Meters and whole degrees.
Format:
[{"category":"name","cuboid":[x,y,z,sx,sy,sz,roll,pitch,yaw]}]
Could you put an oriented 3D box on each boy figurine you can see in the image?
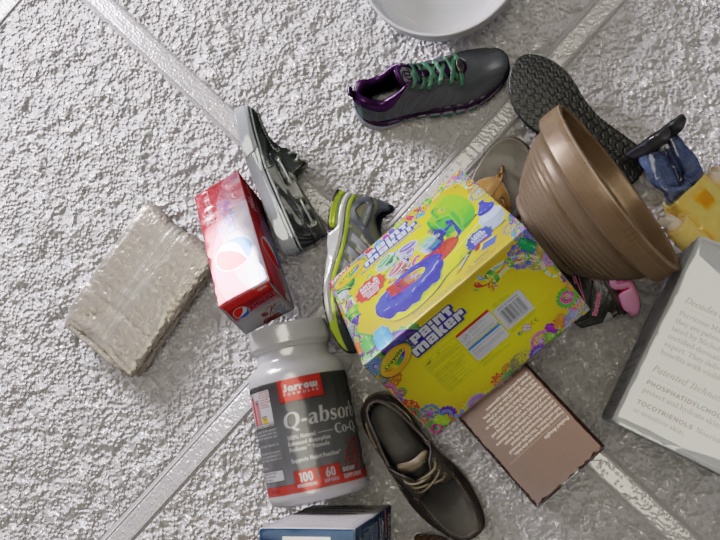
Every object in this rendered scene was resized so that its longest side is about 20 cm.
[{"category":"boy figurine","cuboid":[0.374,-0.067,0.902,0.124,0.064,0.200,-30,85,-31]}]

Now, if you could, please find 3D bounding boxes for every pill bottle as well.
[{"category":"pill bottle","cuboid":[-0.067,0.163,0.950,0.116,0.116,0.200,-14,79,10]}]

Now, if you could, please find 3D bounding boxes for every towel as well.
[{"category":"towel","cuboid":[-0.283,0.027,1.061,0.132,0.034,0.200,36,89,13]}]

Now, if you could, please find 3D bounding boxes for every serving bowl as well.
[{"category":"serving bowl","cuboid":[0.103,-0.373,1.022,0.200,0.066,0.200,-2,80,12]}]

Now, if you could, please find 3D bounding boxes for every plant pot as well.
[{"category":"plant pot","cuboid":[0.223,-0.060,0.824,0.093,0.201,0.201,-38,75,24]}]

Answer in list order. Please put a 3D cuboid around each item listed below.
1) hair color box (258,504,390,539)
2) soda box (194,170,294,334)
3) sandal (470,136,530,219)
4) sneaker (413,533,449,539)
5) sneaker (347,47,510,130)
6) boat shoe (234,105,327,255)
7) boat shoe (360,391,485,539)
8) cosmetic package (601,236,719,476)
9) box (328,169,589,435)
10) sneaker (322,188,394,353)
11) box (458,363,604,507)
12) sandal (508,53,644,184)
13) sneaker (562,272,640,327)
[{"category":"hair color box","cuboid":[-0.031,0.293,0.879,0.100,0.200,0.061,-3,80,12]},{"category":"soda box","cuboid":[-0.142,-0.025,0.978,0.070,0.063,0.200,-29,48,7]},{"category":"sandal","cuboid":[0.140,-0.070,0.973,0.082,0.055,0.200,39,91,15]},{"category":"sneaker","cuboid":[0.058,0.395,0.924,0.075,0.070,0.200,25,84,33]},{"category":"sneaker","cuboid":[0.084,-0.226,0.992,0.200,0.088,0.075,-19,78,9]},{"category":"boat shoe","cuboid":[-0.099,-0.120,1.032,0.071,0.072,0.200,-22,88,-1]},{"category":"boat shoe","cuboid":[0.063,0.226,0.935,0.074,0.073,0.200,-43,76,3]},{"category":"cosmetic package","cuboid":[0.370,0.101,0.840,0.166,0.167,0.200,25,87,15]},{"category":"box","cuboid":[0.093,0.026,0.863,0.200,0.193,0.122,-41,116,6]},{"category":"sneaker","cuboid":[0.000,0.000,0.986,0.081,0.074,0.200,1,84,9]},{"category":"box","cuboid":[0.167,0.154,0.925,0.100,0.075,0.200,-42,74,3]},{"category":"sandal","cuboid":[0.249,-0.171,0.975,0.075,0.048,0.200,-44,88,2]},{"category":"sneaker","cuboid":[0.239,-0.025,0.942,0.095,0.079,0.200,-29,75,18]}]
